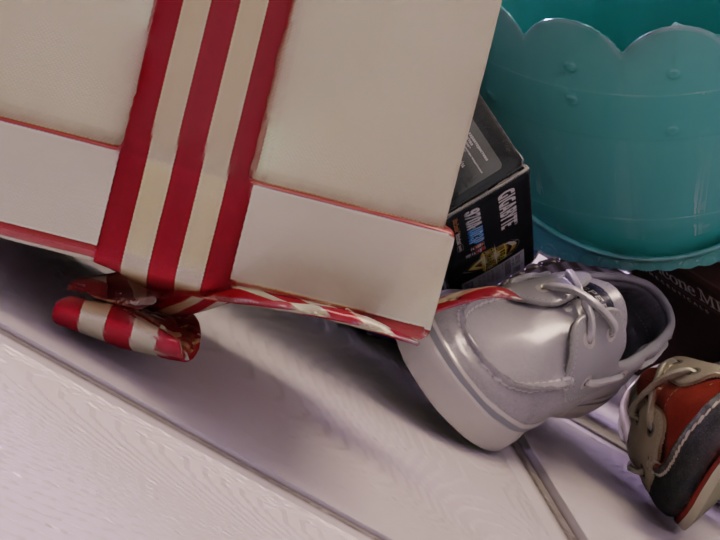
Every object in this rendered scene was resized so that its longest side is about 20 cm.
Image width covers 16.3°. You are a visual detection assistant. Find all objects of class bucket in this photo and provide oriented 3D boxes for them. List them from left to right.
[{"bbox_3d":[0.128,-0.104,1.129,0.207,0.207,0.135,36,-36,41],"label":"bucket"}]

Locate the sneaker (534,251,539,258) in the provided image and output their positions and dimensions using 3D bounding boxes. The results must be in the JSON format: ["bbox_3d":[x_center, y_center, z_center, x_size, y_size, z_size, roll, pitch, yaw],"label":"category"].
[{"bbox_3d":[0.021,-0.043,1.417,0.200,0.077,0.111,28,4,-14],"label":"sneaker"}]

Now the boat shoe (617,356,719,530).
[{"bbox_3d":[0.146,0.069,1.116,0.063,0.071,0.200,46,2,6],"label":"boat shoe"}]

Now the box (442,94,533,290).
[{"bbox_3d":[0.000,-0.090,1.036,0.200,0.046,0.159,57,-3,14],"label":"box"}]

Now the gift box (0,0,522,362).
[{"bbox_3d":[-0.030,-0.065,0.805,0.199,0.187,0.185,15,4,2],"label":"gift box"}]

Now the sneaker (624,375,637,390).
[{"bbox_3d":[0.215,0.078,1.374,0.105,0.076,0.200,32,-3,-29],"label":"sneaker"}]

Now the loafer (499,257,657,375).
[{"bbox_3d":[0.158,0.032,1.312,0.199,0.071,0.073,-4,19,-6],"label":"loafer"}]

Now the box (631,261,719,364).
[{"bbox_3d":[0.199,0.043,1.215,0.100,0.075,0.200,36,-23,40],"label":"box"}]

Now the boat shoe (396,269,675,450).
[{"bbox_3d":[0.080,0.029,1.043,0.072,0.068,0.200,59,21,19],"label":"boat shoe"}]

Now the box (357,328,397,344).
[{"bbox_3d":[0.000,0.000,1.179,0.200,0.032,0.121,34,7,38],"label":"box"}]

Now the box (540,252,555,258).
[{"bbox_3d":[0.129,-0.039,1.480,0.200,0.038,0.137,35,-15,34],"label":"box"}]
